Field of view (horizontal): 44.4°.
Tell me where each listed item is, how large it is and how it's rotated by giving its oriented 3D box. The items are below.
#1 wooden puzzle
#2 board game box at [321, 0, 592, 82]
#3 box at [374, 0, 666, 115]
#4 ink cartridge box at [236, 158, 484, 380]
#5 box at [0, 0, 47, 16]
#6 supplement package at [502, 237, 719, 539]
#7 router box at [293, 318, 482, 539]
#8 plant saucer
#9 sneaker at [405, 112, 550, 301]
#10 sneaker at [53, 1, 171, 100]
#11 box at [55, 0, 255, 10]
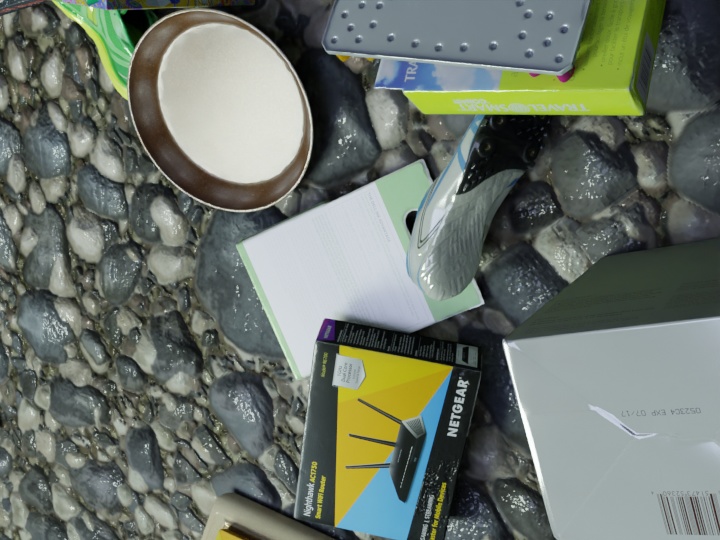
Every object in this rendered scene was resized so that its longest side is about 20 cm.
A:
[{"bbox_3d":[-0.120,0.366,0.960,0.184,0.037,0.201,15,77,29],"label":"wooden puzzle"},{"bbox_3d":[0.086,-0.240,0.646,0.199,0.026,0.201,13,81,30],"label":"board game box"},{"bbox_3d":[0.117,-0.178,0.656,0.199,0.048,0.123,7,76,32],"label":"box"},{"bbox_3d":[0.000,0.000,0.826,0.199,0.048,0.146,-23,92,15],"label":"ink cartridge box"},{"bbox_3d":[-0.388,-0.361,0.970,0.199,0.038,0.138,-2,103,34],"label":"box"},{"bbox_3d":[0.235,0.072,0.597,0.190,0.200,0.148,-10,100,36],"label":"supplement package"},{"bbox_3d":[0.023,0.153,0.819,0.148,0.051,0.201,10,115,5],"label":"router box"},{"bbox_3d":[-0.130,-0.153,0.845,0.199,0.035,0.201,11,122,18],"label":"plant saucer"},{"bbox_3d":[0.089,-0.073,0.728,0.201,0.072,0.073,-65,34,18],"label":"sneaker"},{"bbox_3d":[-0.248,-0.267,0.890,0.083,0.074,0.200,-33,96,37],"label":"sneaker"},{"bbox_3d":[-0.190,-0.335,0.752,0.121,0.192,0.201,17,114,27],"label":"box"}]
